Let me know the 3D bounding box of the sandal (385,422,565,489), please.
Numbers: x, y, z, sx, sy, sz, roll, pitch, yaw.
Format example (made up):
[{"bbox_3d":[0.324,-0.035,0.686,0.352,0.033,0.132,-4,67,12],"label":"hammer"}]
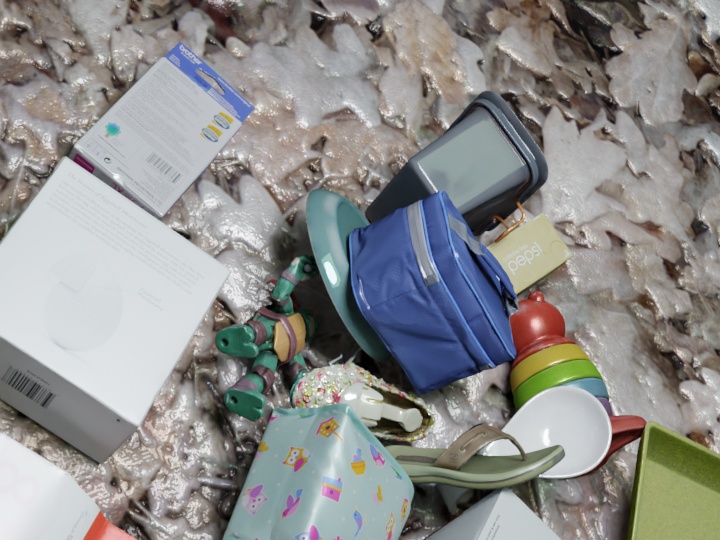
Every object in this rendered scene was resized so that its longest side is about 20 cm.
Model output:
[{"bbox_3d":[0.107,0.185,1.375,0.080,0.200,0.058,-23,111,-70],"label":"sandal"}]

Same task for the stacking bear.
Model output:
[{"bbox_3d":[0.223,0.123,1.550,0.113,0.121,0.201,0,56,-37],"label":"stacking bear"}]

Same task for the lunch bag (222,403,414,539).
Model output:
[{"bbox_3d":[-0.029,0.253,1.320,0.200,0.121,0.171,56,41,-40],"label":"lunch bag"}]

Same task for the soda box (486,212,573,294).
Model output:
[{"bbox_3d":[0.159,0.007,1.596,0.200,0.064,0.068,-30,82,-37],"label":"soda box"}]

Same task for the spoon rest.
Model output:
[{"bbox_3d":[0.173,0.195,1.437,0.199,0.061,0.100,-29,67,2],"label":"spoon rest"}]

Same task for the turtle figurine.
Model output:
[{"bbox_3d":[-0.075,0.071,1.405,0.200,0.100,0.150,-34,103,-55],"label":"turtle figurine"}]

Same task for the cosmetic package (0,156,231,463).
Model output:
[{"bbox_3d":[-0.266,0.038,1.296,0.199,0.123,0.200,35,54,-9],"label":"cosmetic package"}]

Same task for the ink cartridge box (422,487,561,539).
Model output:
[{"bbox_3d":[0.148,0.352,1.343,0.200,0.145,0.145,45,38,-3],"label":"ink cartridge box"}]

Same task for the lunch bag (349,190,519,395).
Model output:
[{"bbox_3d":[0.089,0.027,1.416,0.200,0.132,0.136,54,20,-37],"label":"lunch bag"}]

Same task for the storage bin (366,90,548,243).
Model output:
[{"bbox_3d":[0.104,-0.085,1.541,0.134,0.200,0.146,-33,84,-26],"label":"storage bin"}]

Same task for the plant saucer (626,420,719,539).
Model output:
[{"bbox_3d":[0.365,0.295,1.489,0.199,0.048,0.201,26,60,-21],"label":"plant saucer"}]

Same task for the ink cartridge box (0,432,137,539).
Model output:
[{"bbox_3d":[-0.287,0.266,1.214,0.200,0.057,0.163,32,53,-7],"label":"ink cartridge box"}]

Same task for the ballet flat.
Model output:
[{"bbox_3d":[0.012,0.139,1.395,0.200,0.064,0.076,15,91,-51],"label":"ballet flat"}]

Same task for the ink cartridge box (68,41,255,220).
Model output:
[{"bbox_3d":[-0.214,-0.151,1.478,0.119,0.042,0.200,40,55,-6],"label":"ink cartridge box"}]

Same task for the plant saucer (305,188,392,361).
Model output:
[{"bbox_3d":[0.000,0.000,1.455,0.200,0.027,0.200,58,17,-30],"label":"plant saucer"}]
